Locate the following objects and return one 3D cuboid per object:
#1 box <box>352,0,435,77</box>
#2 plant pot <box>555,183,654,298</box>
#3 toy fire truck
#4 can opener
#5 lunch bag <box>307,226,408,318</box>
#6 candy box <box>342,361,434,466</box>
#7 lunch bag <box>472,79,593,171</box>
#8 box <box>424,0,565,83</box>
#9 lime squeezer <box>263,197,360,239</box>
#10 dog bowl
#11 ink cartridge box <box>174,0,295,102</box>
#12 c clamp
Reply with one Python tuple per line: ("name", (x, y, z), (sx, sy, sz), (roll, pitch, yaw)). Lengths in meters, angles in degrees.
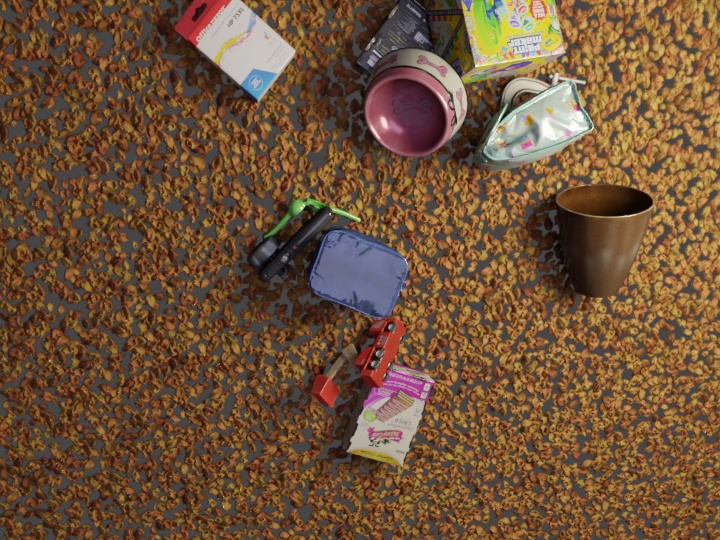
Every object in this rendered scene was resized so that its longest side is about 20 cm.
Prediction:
("box", (0.110, -0.402, 1.178), (0.199, 0.049, 0.160), (35, 95, -15))
("plant pot", (0.496, -0.053, 1.260), (0.185, 0.187, 0.202), (-10, 117, -8))
("toy fire truck", (-0.002, 0.184, 1.245), (0.049, 0.140, 0.201), (54, 49, -36))
("can opener", (-0.129, -0.052, 1.181), (0.199, 0.064, 0.079), (-37, 116, 13))
("lunch bag", (0.000, 0.000, 1.194), (0.198, 0.132, 0.137), (23, 97, -8))
("candy box", (0.058, 0.301, 1.298), (0.135, 0.061, 0.202), (18, 98, -13))
("lunch bag", (0.309, -0.261, 1.160), (0.199, 0.170, 0.123), (-26, 94, 4))
("box", (0.242, -0.461, 1.119), (0.198, 0.122, 0.195), (-16, 94, -20))
("lime squeezer", (-0.099, -0.110, 1.204), (0.198, 0.038, 0.071), (-12, 103, -8))
("dog bowl", (0.093, -0.299, 1.121), (0.200, 0.200, 0.074), (40, 48, -14))
("ink cartridge box", (-0.231, -0.419, 1.106), (0.199, 0.067, 0.116), (39, 92, -14))
("c clamp", (0.361, -0.311, 1.249), (0.169, 0.027, 0.202), (12, 99, -11))
